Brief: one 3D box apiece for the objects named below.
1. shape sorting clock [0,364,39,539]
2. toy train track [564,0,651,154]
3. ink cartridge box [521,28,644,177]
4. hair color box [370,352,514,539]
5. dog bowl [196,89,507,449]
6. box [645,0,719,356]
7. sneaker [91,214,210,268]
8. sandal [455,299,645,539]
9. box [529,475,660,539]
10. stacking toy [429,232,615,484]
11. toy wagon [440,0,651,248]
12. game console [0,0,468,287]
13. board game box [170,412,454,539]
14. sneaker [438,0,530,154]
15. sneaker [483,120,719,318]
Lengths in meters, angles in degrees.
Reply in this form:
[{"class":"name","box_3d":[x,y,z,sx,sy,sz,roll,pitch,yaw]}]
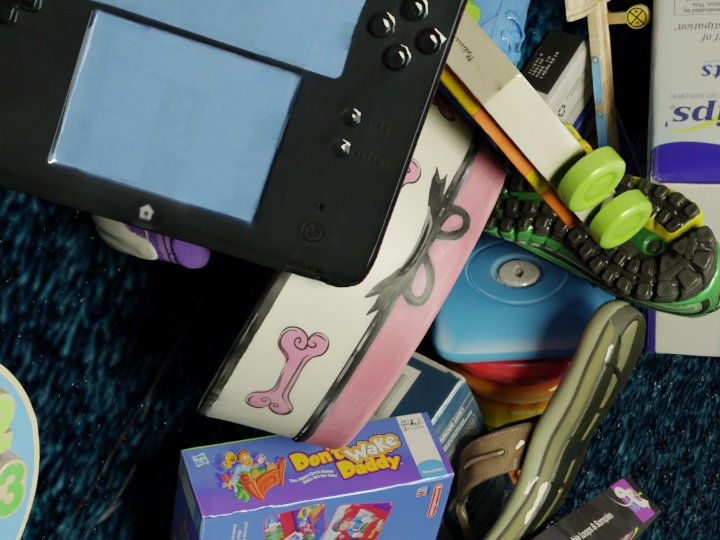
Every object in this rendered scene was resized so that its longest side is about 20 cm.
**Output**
[{"class":"shape sorting clock","box_3d":[-0.217,0.122,0.767,0.200,0.039,0.201,-33,136,-39]},{"class":"toy train track","box_3d":[0.158,-0.130,1.073,0.115,0.032,0.201,-38,125,-62]},{"class":"ink cartridge box","box_3d":[0.137,-0.059,1.149,0.095,0.037,0.200,-56,144,-15]},{"class":"hair color box","box_3d":[0.032,0.118,1.060,0.061,0.100,0.200,-52,146,-20]},{"class":"dog bowl","box_3d":[0.000,0.000,0.867,0.200,0.074,0.200,-60,-177,5]},{"class":"box","box_3d":[0.232,-0.076,1.106,0.184,0.105,0.200,78,16,-53]},{"class":"sneaker","box_3d":[-0.038,-0.064,0.853,0.200,0.083,0.081,-46,143,-28]},{"class":"sandal","box_3d":[0.091,0.099,0.982,0.201,0.057,0.080,-62,162,9]},{"class":"box","box_3d":[0.088,0.200,1.027,0.143,0.036,0.200,-52,161,26]},{"class":"stacking toy","box_3d":[0.097,0.078,1.084,0.116,0.109,0.200,-94,180,-52]},{"class":"toy wagon","box_3d":[0.079,-0.076,0.869,0.040,0.155,0.200,-40,156,6]},{"class":"game console","box_3d":[-0.064,-0.099,0.725,0.031,0.199,0.177,-118,-134,-76]},{"class":"board game box","box_3d":[-0.035,0.167,0.955,0.134,0.045,0.200,-7,136,-19]},{"class":"sneaker","box_3d":[0.066,-0.103,0.980,0.066,0.078,0.201,35,81,-55]},{"class":"sneaker","box_3d":[0.122,-0.027,0.997,0.078,0.200,0.085,-52,145,-1]}]
